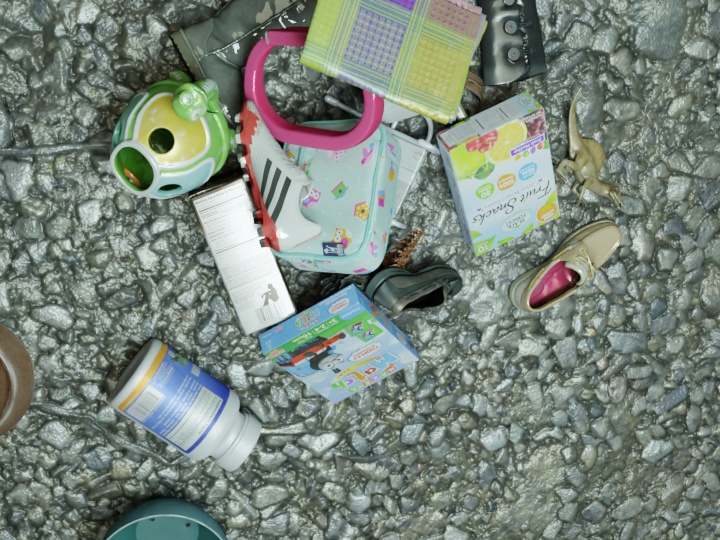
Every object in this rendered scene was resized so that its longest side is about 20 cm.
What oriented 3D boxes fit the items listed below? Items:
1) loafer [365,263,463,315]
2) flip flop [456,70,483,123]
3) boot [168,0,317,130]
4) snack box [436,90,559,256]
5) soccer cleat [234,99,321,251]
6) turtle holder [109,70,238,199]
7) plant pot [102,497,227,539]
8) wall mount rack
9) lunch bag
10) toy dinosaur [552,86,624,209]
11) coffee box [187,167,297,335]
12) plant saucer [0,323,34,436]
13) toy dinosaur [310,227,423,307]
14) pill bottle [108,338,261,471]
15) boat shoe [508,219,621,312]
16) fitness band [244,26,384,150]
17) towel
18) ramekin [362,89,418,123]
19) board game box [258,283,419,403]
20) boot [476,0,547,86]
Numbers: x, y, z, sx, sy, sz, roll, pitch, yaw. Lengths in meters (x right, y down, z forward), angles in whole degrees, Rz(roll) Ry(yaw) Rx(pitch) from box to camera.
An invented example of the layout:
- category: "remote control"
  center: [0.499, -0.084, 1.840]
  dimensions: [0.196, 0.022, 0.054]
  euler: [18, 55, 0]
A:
- category: "loafer"
  center: [0.088, 0.036, 1.152]
  dimensions: [0.199, 0.063, 0.072]
  euler: [-2, 131, -50]
- category: "flip flop"
  center: [0.137, -0.266, 1.135]
  dimensions: [0.057, 0.081, 0.201]
  euler: [-23, 101, 9]
- category: "boot"
  center: [-0.131, -0.292, 1.093]
  dimensions: [0.199, 0.073, 0.183]
  euler: [-30, 108, -9]
- category: "snack box"
  center: [0.198, -0.131, 1.150]
  dimensions: [0.141, 0.053, 0.201]
  euler: [-24, 133, -3]
- category: "soccer cleat"
  center: [-0.104, -0.121, 1.018]
  dimensions: [0.084, 0.069, 0.202]
  euler: [-12, 74, -9]
- category: "turtle holder"
  center: [-0.232, -0.162, 1.028]
  dimensions: [0.184, 0.132, 0.142]
  euler: [-4, 122, 35]
- category: "plant pot"
  center: [-0.282, 0.411, 1.187]
  dimensions: [0.198, 0.135, 0.202]
  euler: [-2, 104, -10]
- category: "wall mount rack"
  center: [0.011, -0.150, 1.147]
  dimensions: [0.173, 0.074, 0.201]
  euler: [27, 97, 19]
- category: "lunch bag"
  center: [-0.038, -0.094, 1.065]
  dimensions: [0.159, 0.077, 0.202]
  euler: [5, 76, 24]
- category: "toy dinosaur"
  center: [0.321, -0.163, 1.215]
  dimensions: [0.101, 0.058, 0.201]
  euler: [-39, 115, -15]
- category: "coffee box"
  center: [-0.161, -0.030, 1.118]
  dimensions: [0.079, 0.113, 0.201]
  euler: [-22, 105, -4]
- category: "plant saucer"
  center: [-0.557, 0.156, 1.130]
  dimensions: [0.198, 0.034, 0.202]
  euler: [-3, 104, -10]
- category: "toy dinosaur"
  center: [0.000, 0.000, 1.150]
  dimensions: [0.135, 0.102, 0.201]
  euler: [27, 104, -46]
- category: "pill bottle"
  center: [-0.242, 0.195, 1.156]
  dimensions: [0.200, 0.112, 0.112]
  euler: [38, 94, -17]
- category: "boat shoe"
  center: [0.319, 0.000, 1.235]
  dimensions: [0.200, 0.069, 0.074]
  euler: [-39, 107, 0]
- category: "fitness band"
  center: [-0.061, -0.222, 1.006]
  dimensions: [0.199, 0.037, 0.145]
  euler: [14, 120, 28]
- category: "towel"
  center: [0.041, -0.264, 0.936]
  dimensions: [0.198, 0.023, 0.145]
  euler: [18, 86, -12]
- category: "ramekin"
  center: [0.032, -0.285, 1.057]
  dimensions: [0.094, 0.203, 0.204]
  euler: [-24, 106, 8]
- category: "board game box"
  center: [-0.025, 0.108, 1.143]
  dimensions: [0.150, 0.037, 0.200]
  euler: [-29, 143, 13]
- category: "boot"
  center: [0.168, -0.354, 1.133]
  dimensions: [0.163, 0.066, 0.202]
  euler: [-12, 109, -6]
